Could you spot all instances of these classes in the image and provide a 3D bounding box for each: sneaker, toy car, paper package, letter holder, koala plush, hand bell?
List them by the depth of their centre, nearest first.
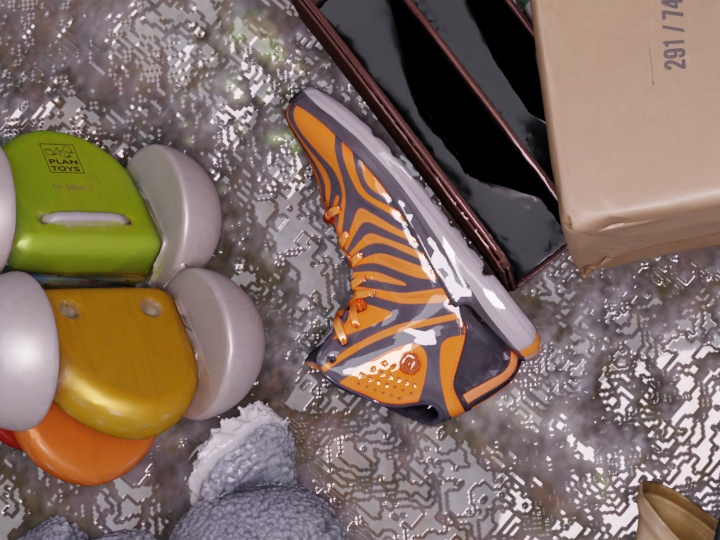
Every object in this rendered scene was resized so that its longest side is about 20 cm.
[{"bbox_3d":[0.183,-0.117,1.369,0.190,0.103,0.201,-10,75,8],"label":"paper package"},{"bbox_3d":[-0.088,0.183,1.480,0.200,0.184,0.178,-29,83,-9],"label":"koala plush"},{"bbox_3d":[0.057,-0.101,1.490,0.100,0.142,0.200,-37,82,2],"label":"letter holder"},{"bbox_3d":[0.133,0.224,1.498,0.104,0.104,0.200,39,104,8],"label":"hand bell"},{"bbox_3d":[-0.162,0.024,1.506,0.174,0.150,0.201,0,56,-33],"label":"toy car"},{"bbox_3d":[0.000,0.000,1.520,0.112,0.078,0.200,-39,83,1],"label":"sneaker"}]

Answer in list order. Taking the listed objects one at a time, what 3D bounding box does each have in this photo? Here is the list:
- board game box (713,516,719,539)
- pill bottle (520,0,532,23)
[{"bbox_3d":[0.280,0.146,1.408,0.199,0.028,0.136,7,112,-10],"label":"board game box"},{"bbox_3d":[0.108,-0.242,1.511,0.112,0.113,0.201,-23,84,4],"label":"pill bottle"}]
